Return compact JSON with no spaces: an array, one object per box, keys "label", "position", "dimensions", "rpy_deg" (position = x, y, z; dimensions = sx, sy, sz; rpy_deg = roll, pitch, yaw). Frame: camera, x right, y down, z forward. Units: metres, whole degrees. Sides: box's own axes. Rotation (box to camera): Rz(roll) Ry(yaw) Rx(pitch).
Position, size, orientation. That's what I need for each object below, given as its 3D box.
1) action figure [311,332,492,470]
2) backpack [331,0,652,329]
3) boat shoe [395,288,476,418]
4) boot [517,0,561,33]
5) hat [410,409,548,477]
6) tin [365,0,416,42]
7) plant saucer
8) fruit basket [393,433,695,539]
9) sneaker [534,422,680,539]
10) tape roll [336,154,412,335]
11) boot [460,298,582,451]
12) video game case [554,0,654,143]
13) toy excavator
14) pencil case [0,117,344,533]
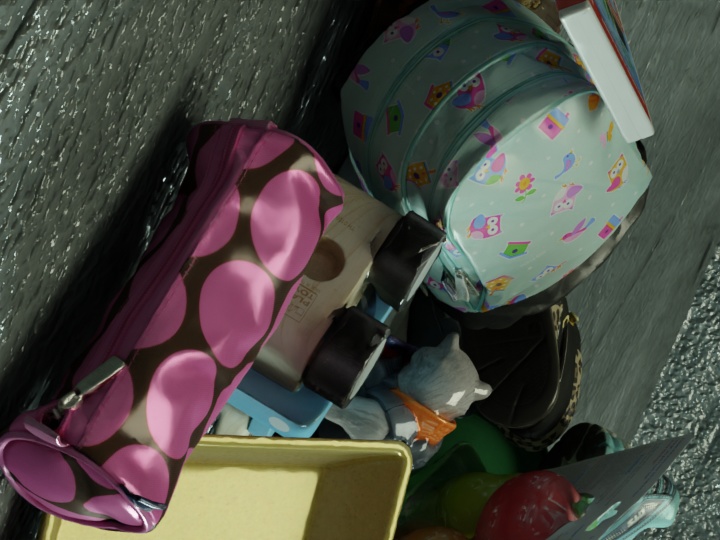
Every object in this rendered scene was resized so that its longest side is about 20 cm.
[{"label":"action figure","position":[-0.001,0.108,1.631],"dimensions":[0.193,0.105,0.200],"rpy_deg":[-41,154,21]},{"label":"backpack","position":[0.073,-0.065,1.541],"dimensions":[0.167,0.127,0.200],"rpy_deg":[-47,147,-7]},{"label":"boat shoe","position":[0.050,0.050,1.872],"dimensions":[0.200,0.062,0.075],"rpy_deg":[-79,171,-78]},{"label":"boot","position":[0.100,-0.105,1.895],"dimensions":[0.186,0.064,0.200],"rpy_deg":[-47,154,-62]},{"label":"hat","position":[0.020,0.099,1.877],"dimensions":[0.166,0.200,0.176],"rpy_deg":[-38,128,-10]},{"label":"tin","position":[0.058,-0.169,1.634],"dimensions":[0.200,0.042,0.112],"rpy_deg":[-41,149,-62]},{"label":"plant saucer","position":[-0.088,0.165,1.416],"dimensions":[0.200,0.048,0.200],"rpy_deg":[5,107,-35]},{"label":"fruit basket","position":[0.078,0.163,1.668],"dimensions":[0.185,0.200,0.094],"rpy_deg":[-41,112,-46]},{"label":"sneaker","position":[0.120,0.188,1.797],"dimensions":[0.200,0.086,0.078],"rpy_deg":[-49,-157,29]},{"label":"tape roll","position":[0.000,0.000,1.712],"dimensions":[0.203,0.037,0.203],"rpy_deg":[-60,168,-22]},{"label":"boot","position":[0.095,0.009,1.745],"dimensions":[0.151,0.073,0.200],"rpy_deg":[59,25,-73]},{"label":"video game case","position":[0.100,-0.179,1.455],"dimensions":[0.143,0.017,0.200],"rpy_deg":[52,21,-61]},{"label":"toy excavator","position":[-0.052,0.059,1.507],"dimensions":[0.195,0.100,0.200],"rpy_deg":[-57,174,-27]},{"label":"pencil case","position":[-0.083,0.020,1.301],"dimensions":[0.200,0.091,0.094],"rpy_deg":[-62,145,-26]}]
